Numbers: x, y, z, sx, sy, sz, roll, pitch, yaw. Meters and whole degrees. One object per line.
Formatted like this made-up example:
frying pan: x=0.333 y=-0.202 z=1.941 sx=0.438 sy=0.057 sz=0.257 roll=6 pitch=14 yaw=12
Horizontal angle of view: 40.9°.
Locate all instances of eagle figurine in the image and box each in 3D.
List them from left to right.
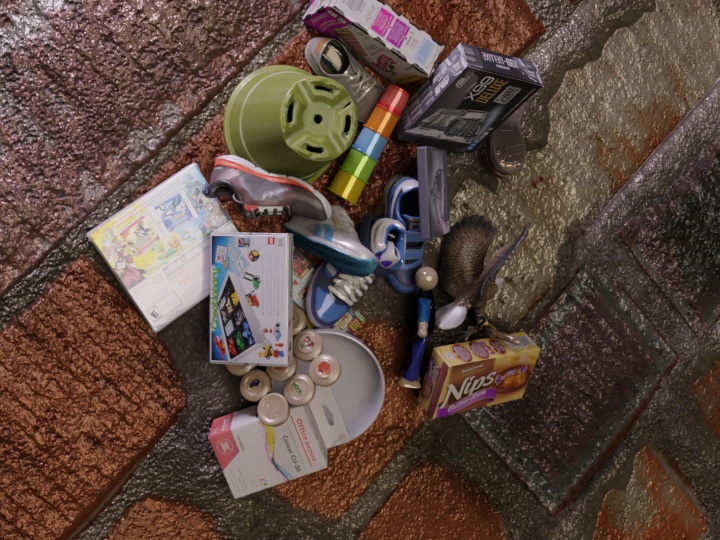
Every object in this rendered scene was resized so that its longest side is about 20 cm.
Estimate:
eagle figurine: x=0.208 y=0.012 z=1.648 sx=0.150 sy=0.151 sz=0.202 roll=4 pitch=104 yaw=9

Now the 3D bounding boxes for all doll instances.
doll: x=0.101 y=0.093 z=1.622 sx=0.048 sy=0.136 sz=0.202 roll=10 pitch=100 yaw=4

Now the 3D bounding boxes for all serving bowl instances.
serving bowl: x=-0.060 y=0.182 z=1.575 sx=0.198 sy=0.066 sz=0.202 roll=-1 pitch=108 yaw=-2

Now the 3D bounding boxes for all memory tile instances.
memory tile: x=-0.136 y=0.128 z=1.508 sx=0.153 sy=0.017 sz=0.201 roll=-36 pitch=69 yaw=-2

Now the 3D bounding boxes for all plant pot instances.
plant pot: x=-0.091 y=-0.226 z=1.484 sx=0.198 sy=0.190 sz=0.202 roll=-2 pitch=94 yaw=-22

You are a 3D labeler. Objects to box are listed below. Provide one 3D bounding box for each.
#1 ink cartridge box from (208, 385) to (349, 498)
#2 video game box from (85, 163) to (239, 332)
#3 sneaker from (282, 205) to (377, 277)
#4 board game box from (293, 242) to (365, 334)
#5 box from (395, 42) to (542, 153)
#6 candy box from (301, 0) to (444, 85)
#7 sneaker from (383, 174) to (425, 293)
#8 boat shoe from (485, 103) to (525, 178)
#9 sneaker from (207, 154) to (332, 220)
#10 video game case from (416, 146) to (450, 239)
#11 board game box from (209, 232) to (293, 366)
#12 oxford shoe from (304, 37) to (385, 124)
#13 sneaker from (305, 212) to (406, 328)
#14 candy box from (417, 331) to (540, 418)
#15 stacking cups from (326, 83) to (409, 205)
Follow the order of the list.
ink cartridge box: x=-0.125 y=0.267 z=1.529 sx=0.198 sy=0.068 sz=0.117 roll=-20 pitch=106 yaw=4
video game box: x=-0.290 y=-0.036 z=1.495 sx=0.199 sy=0.047 sz=0.183 roll=-36 pitch=108 yaw=-16
sneaker: x=-0.039 y=-0.056 z=1.516 sx=0.081 sy=0.199 sz=0.077 roll=-47 pitch=137 yaw=-13
board game box: x=-0.091 y=0.050 z=1.594 sx=0.105 sy=0.023 sz=0.200 roll=-47 pitch=108 yaw=-10
box: x=0.172 y=-0.276 z=1.572 sx=0.156 sy=0.200 sz=0.050 roll=6 pitch=59 yaw=-33
candy box: x=0.018 y=-0.379 z=1.546 sx=0.199 sy=0.136 sz=0.061 roll=30 pitch=84 yaw=-20
sneaker: x=0.076 y=-0.059 z=1.621 sx=0.073 sy=0.082 sz=0.202 roll=-6 pitch=98 yaw=-22
boat shoe: x=0.244 y=-0.255 z=1.682 sx=0.075 sy=0.072 sz=0.202 roll=6 pitch=72 yaw=-7
sneaker: x=-0.143 y=-0.104 z=1.487 sx=0.198 sy=0.077 sz=0.082 roll=20 pitch=66 yaw=5
video game case: x=0.122 y=-0.129 z=1.586 sx=0.019 sy=0.200 sz=0.144 roll=-2 pitch=95 yaw=14
board game box: x=-0.167 y=0.043 z=1.477 sx=0.125 sy=0.035 sz=0.202 roll=2 pitch=94 yaw=11
oxford shoe: x=-0.009 y=-0.305 z=1.583 sx=0.200 sy=0.058 sz=0.075 roll=42 pitch=75 yaw=-21
sneaker: x=0.000 y=0.000 z=1.542 sx=0.080 sy=0.146 sz=0.201 roll=40 pitch=67 yaw=-22
candy box: x=0.204 y=0.177 z=1.660 sx=0.198 sy=0.057 sz=0.118 roll=-8 pitch=128 yaw=-32
stacking cups: x=0.014 y=-0.209 z=1.581 sx=0.060 sy=0.060 sz=0.201 roll=26 pitch=92 yaw=-21
